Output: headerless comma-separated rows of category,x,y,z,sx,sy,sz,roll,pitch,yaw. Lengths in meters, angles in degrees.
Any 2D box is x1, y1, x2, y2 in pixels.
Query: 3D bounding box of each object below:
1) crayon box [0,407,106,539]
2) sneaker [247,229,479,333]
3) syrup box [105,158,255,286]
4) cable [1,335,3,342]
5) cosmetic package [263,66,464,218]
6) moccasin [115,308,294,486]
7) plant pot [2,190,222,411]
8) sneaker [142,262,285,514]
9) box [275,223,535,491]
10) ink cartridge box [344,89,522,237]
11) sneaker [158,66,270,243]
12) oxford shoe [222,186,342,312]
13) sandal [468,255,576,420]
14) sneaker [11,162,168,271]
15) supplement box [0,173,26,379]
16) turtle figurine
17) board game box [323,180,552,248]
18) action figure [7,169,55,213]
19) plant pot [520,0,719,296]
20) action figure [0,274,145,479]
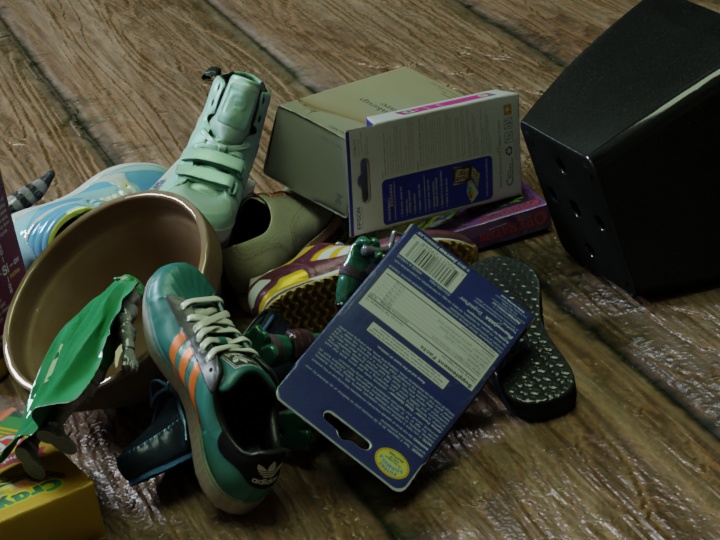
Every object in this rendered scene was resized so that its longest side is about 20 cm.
crayon box,-0.271,0.174,1.533,0.126,0.051,0.200,-22,26,-25
sneaker,0.000,0.000,1.781,0.199,0.075,0.090,-15,29,-12
syrup box,-0.163,-0.024,1.859,0.078,0.082,0.200,18,24,7
cable,-0.228,0.028,1.842,0.096,0.051,0.200,4,27,22
cosmetic package,0.015,-0.121,1.922,0.103,0.074,0.200,29,29,27
moccasin,-0.122,0.096,1.605,0.080,0.068,0.200,-23,10,43
plant pot,-0.185,0.042,1.699,0.200,0.093,0.202,-20,45,21
sneaker,-0.099,0.072,1.524,0.071,0.080,0.201,-5,62,-35
box,0.031,0.068,1.548,0.121,0.032,0.200,38,53,4
ink cartridge box,0.059,-0.096,1.838,0.199,0.095,0.037,-16,20,-37
sneaker,-0.128,-0.106,1.813,0.073,0.119,0.201,17,27,-2
oxford shoe,-0.069,-0.049,1.877,0.070,0.074,0.200,-17,28,29
sandal,0.117,0.059,1.648,0.075,0.048,0.201,-11,36,-4
sneaker,-0.225,-0.043,1.909,0.199,0.080,0.130,-30,19,-33
supplement box,-0.371,-0.007,1.795,0.130,0.201,0.103,2,27,25
turtle figurine,0.006,0.063,1.618,0.199,0.101,0.150,-22,66,-37
board game box,0.062,-0.042,1.908,0.199,0.033,0.120,-16,20,-11
action figure,-0.380,-0.032,1.982,0.193,0.105,0.199,-16,25,-37
plant pot,0.252,-0.093,1.759,0.177,0.200,0.200,-28,27,-12
action figure,-0.203,0.067,1.560,0.118,0.055,0.200,-34,21,37
